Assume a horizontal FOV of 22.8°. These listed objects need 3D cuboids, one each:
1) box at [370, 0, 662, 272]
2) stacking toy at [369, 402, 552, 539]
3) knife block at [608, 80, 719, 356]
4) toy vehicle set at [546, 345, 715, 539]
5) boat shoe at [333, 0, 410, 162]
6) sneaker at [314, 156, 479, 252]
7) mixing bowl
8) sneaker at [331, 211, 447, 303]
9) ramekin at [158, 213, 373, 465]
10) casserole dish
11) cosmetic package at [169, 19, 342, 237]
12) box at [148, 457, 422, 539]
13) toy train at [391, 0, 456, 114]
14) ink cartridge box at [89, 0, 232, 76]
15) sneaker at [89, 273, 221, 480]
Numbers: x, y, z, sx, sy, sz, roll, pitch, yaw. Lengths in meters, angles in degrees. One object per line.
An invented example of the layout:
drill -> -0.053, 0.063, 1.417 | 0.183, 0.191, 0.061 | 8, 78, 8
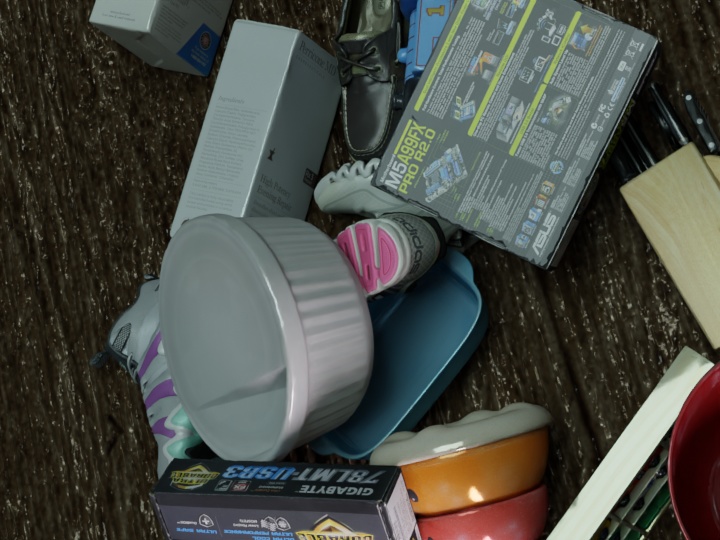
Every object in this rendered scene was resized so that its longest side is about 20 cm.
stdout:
box -> 0.122, -0.122, 1.397 | 0.160, 0.044, 0.200 | 26, 95, 15
stacking toy -> 0.098, 0.210, 1.372 | 0.146, 0.146, 0.200 | -16, 85, 18
knife block -> 0.243, -0.043, 1.400 | 0.175, 0.064, 0.200 | 13, 82, 26
toy vehicle set -> 0.208, 0.156, 1.326 | 0.027, 0.124, 0.200 | 36, 92, 27
boat shoe -> 0.006, -0.189, 1.537 | 0.073, 0.065, 0.200 | -7, 71, 30
sneaker -> 0.053, -0.055, 1.484 | 0.200, 0.075, 0.081 | -2, 85, 24
mixing bowl -> 0.311, 0.155, 1.276 | 0.200, 0.108, 0.200 | 0, 74, 0
sneaker -> 0.000, 0.000, 1.453 | 0.200, 0.087, 0.074 | -27, 79, 53
ramekin -> -0.072, 0.050, 1.409 | 0.202, 0.094, 0.203 | 23, 118, 51
casserole dish -> 0.029, 0.072, 1.460 | 0.200, 0.039, 0.121 | -51, 46, 2
cosmetic package -> -0.085, -0.104, 1.535 | 0.074, 0.102, 0.200 | 13, 83, 29
box -> -0.043, 0.238, 1.384 | 0.200, 0.199, 0.050 | -1, 32, 23
toy train -> 0.087, -0.195, 1.490 | 0.114, 0.087, 0.200 | 1, 75, 16
ink cartridge box -> -0.160, -0.291, 1.611 | 0.067, 0.116, 0.200 | 13, 81, 26
sneaker -> -0.178, 0.096, 1.541 | 0.140, 0.078, 0.200 | 3, 68, 25
